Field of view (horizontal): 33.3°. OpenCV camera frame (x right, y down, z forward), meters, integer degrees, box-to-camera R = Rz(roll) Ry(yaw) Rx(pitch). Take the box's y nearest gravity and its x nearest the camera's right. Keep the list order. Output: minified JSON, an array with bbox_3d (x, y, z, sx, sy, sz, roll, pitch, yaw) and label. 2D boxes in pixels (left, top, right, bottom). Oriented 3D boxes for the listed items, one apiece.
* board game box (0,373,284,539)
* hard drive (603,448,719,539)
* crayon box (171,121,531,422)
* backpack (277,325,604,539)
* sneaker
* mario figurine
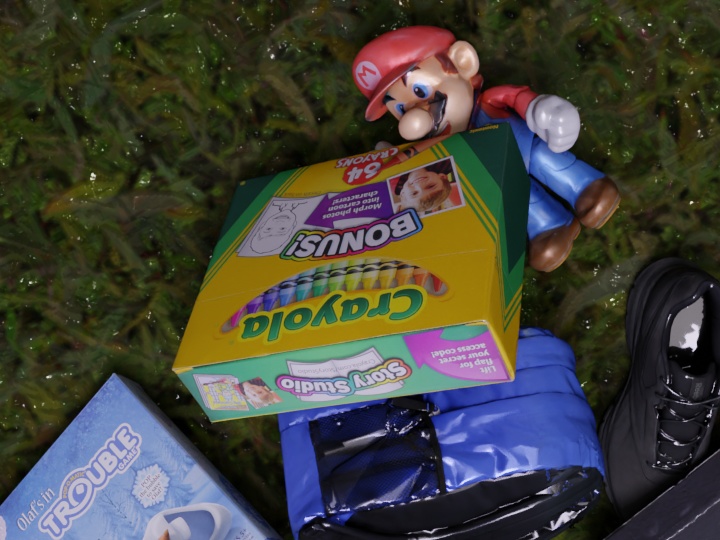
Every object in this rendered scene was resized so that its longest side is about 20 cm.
[{"bbox_3d":[-0.161,0.210,0.800,0.199,0.043,0.201,40,89,25],"label":"board game box"},{"bbox_3d":[0.257,0.188,0.832,0.199,0.038,0.140,-38,124,-1],"label":"hard drive"},{"bbox_3d":[0.000,0.000,0.747,0.197,0.174,0.059,-11,130,22],"label":"crayon box"},{"bbox_3d":[0.053,0.104,0.785,0.197,0.163,0.170,-10,68,3],"label":"backpack"},{"bbox_3d":[0.213,0.093,0.831,0.075,0.091,0.203,3,93,-4],"label":"sneaker"},{"bbox_3d":[0.073,-0.080,0.811,0.199,0.106,0.124,38,92,-5],"label":"mario figurine"}]
